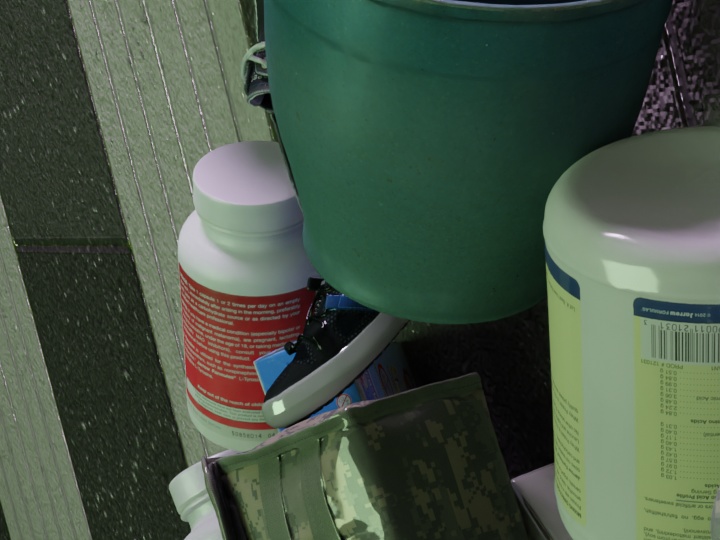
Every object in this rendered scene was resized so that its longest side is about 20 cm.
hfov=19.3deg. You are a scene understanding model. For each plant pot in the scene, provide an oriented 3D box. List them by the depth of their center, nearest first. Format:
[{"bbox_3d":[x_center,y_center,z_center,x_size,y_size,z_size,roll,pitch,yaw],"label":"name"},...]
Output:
[{"bbox_3d":[0.044,-0.087,1.009,0.200,0.199,0.189,48,142,45],"label":"plant pot"}]

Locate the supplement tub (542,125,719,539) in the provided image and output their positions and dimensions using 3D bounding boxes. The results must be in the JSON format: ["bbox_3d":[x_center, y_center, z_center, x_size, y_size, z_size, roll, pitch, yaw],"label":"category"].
[{"bbox_3d":[0.155,0.052,0.940,0.145,0.144,0.201,37,138,54],"label":"supplement tub"}]

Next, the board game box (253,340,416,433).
[{"bbox_3d":[0.016,0.141,1.307,0.196,0.056,0.201,24,-135,-77],"label":"board game box"}]

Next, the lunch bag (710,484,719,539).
[{"bbox_3d":[0.232,0.069,0.749,0.140,0.167,0.200,69,157,9],"label":"lunch bag"}]

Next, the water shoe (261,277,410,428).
[{"bbox_3d":[0.000,0.000,1.193,0.079,0.200,0.072,43,167,-1],"label":"water shoe"}]

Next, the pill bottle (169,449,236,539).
[{"bbox_3d":[-0.075,0.241,1.630,0.201,0.111,0.111,65,156,16],"label":"pill bottle"}]

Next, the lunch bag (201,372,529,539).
[{"bbox_3d":[-0.008,0.161,1.137,0.199,0.117,0.165,-25,81,49],"label":"lunch bag"}]

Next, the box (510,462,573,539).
[{"bbox_3d":[0.122,0.192,1.177,0.078,0.094,0.201,55,150,35],"label":"box"}]

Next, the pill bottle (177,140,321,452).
[{"bbox_3d":[-0.069,0.017,1.465,0.112,0.112,0.201,46,145,47],"label":"pill bottle"}]

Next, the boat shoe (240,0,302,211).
[{"bbox_3d":[-0.044,-0.127,1.364,0.072,0.067,0.201,-28,80,66],"label":"boat shoe"}]
